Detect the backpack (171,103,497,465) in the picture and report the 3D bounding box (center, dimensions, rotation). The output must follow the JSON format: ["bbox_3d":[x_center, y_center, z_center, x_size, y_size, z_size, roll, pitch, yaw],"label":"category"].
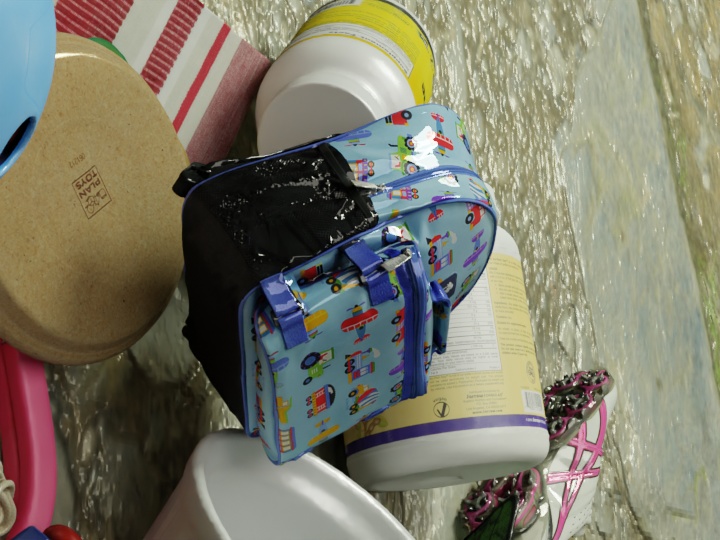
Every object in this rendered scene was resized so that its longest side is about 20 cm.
[{"bbox_3d":[0.000,0.000,0.899,0.199,0.183,0.135,-23,57,-21],"label":"backpack"}]

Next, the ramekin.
[{"bbox_3d":[-0.044,0.197,0.880,0.200,0.098,0.201,36,15,-12],"label":"ramekin"}]

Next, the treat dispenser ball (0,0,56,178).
[{"bbox_3d":[-0.246,-0.113,0.705,0.200,0.200,0.202,19,61,-40],"label":"treat dispenser ball"}]

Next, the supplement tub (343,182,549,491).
[{"bbox_3d":[0.050,0.048,1.060,0.145,0.145,0.202,7,69,-44],"label":"supplement tub"}]

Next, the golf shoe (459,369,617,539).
[{"bbox_3d":[0.153,0.164,1.181,0.200,0.072,0.092,-51,118,-33],"label":"golf shoe"}]

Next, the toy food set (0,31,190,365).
[{"bbox_3d":[-0.173,-0.046,0.869,0.198,0.048,0.201,55,47,-34],"label":"toy food set"}]

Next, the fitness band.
[{"bbox_3d":[-0.240,0.089,0.824,0.143,0.037,0.202,2,72,-45],"label":"fitness band"}]

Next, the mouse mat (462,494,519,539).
[{"bbox_3d":[0.047,0.246,0.953,0.007,0.200,0.162,22,55,-7],"label":"mouse mat"}]

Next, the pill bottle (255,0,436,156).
[{"bbox_3d":[-0.011,-0.118,1.040,0.113,0.112,0.200,55,21,-15],"label":"pill bottle"}]

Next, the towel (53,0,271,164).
[{"bbox_3d":[-0.150,-0.121,0.943,0.200,0.023,0.145,37,75,-48],"label":"towel"}]

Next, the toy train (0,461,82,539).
[{"bbox_3d":[-0.154,0.178,0.769,0.085,0.115,0.201,-37,129,-37],"label":"toy train"}]
